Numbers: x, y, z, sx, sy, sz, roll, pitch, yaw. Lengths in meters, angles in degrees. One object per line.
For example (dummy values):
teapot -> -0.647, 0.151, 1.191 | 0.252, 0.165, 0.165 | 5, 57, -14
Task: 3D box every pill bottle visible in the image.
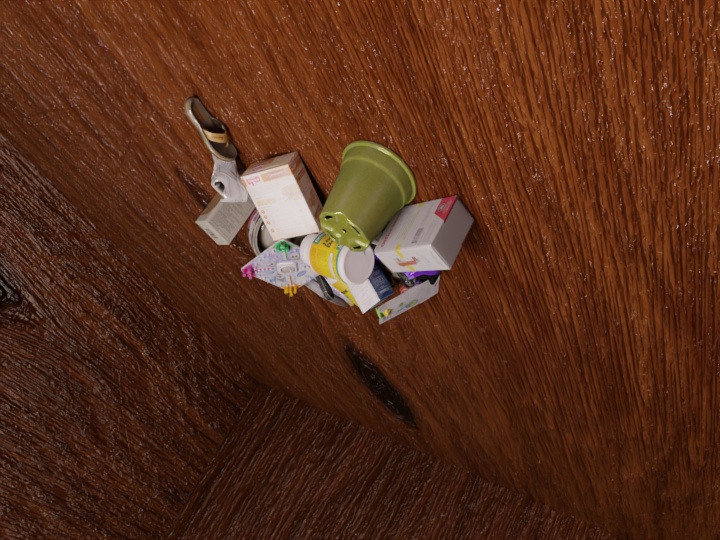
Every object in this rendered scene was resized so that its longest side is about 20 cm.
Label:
pill bottle -> -0.065, -0.037, 1.441 | 0.198, 0.114, 0.113 | 17, 153, 49
pill bottle -> -0.029, 0.021, 1.742 | 0.199, 0.114, 0.112 | 39, 155, -13

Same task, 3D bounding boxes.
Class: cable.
cable -> -0.129, -0.009, 1.752 | 0.203, 0.050, 0.097 | 62, -167, 19

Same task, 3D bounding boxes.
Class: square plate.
square plate -> -0.147, 0.049, 1.936 | 0.198, 0.029, 0.197 | 35, -177, 28

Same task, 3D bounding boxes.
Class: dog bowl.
dog bowl -> -0.242, -0.116, 1.668 | 0.073, 0.200, 0.201 | 32, 163, 46

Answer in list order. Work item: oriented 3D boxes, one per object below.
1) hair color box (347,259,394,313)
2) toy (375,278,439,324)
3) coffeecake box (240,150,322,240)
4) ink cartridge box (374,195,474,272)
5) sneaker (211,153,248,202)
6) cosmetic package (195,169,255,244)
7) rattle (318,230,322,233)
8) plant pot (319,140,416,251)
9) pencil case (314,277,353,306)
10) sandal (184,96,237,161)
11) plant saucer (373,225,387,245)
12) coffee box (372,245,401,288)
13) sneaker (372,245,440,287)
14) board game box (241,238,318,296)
hair color box -> 0.000, 0.000, 1.523 | 0.203, 0.060, 0.100 | 61, 142, 8
toy -> 0.127, 0.068, 1.590 | 0.048, 0.197, 0.116 | 53, 167, 25
coffeecake box -> -0.198, -0.192, 1.502 | 0.150, 0.074, 0.203 | -8, 124, 26
ink cartridge box -> 0.144, -0.079, 1.316 | 0.083, 0.147, 0.198 | 43, 154, -28
sneaker -> -0.381, -0.273, 1.590 | 0.203, 0.079, 0.071 | 60, 145, 24
cosmetic package -> -0.380, -0.186, 1.680 | 0.070, 0.202, 0.106 | 2, 142, 48
rattle -> -0.137, -0.115, 1.602 | 0.199, 0.144, 0.130 | 39, 174, -28
plant pot -> 0.002, -0.155, 1.299 | 0.197, 0.186, 0.202 | 26, 155, 13
pencil case -> -0.082, 0.031, 1.848 | 0.198, 0.091, 0.084 | 34, 115, 1
sandal -> -0.388, -0.374, 1.517 | 0.053, 0.081, 0.202 | -11, 130, 27
plant saucer -> 0.013, -0.118, 1.446 | 0.195, 0.051, 0.200 | 20, -168, -5
coffee box -> 0.059, -0.007, 1.612 | 0.112, 0.081, 0.200 | 35, 151, -8
sneaker -> 0.112, -0.007, 1.472 | 0.194, 0.102, 0.070 | 11, -163, 7
board game box -> -0.211, -0.002, 1.652 | 0.198, 0.026, 0.198 | -30, 140, 35
